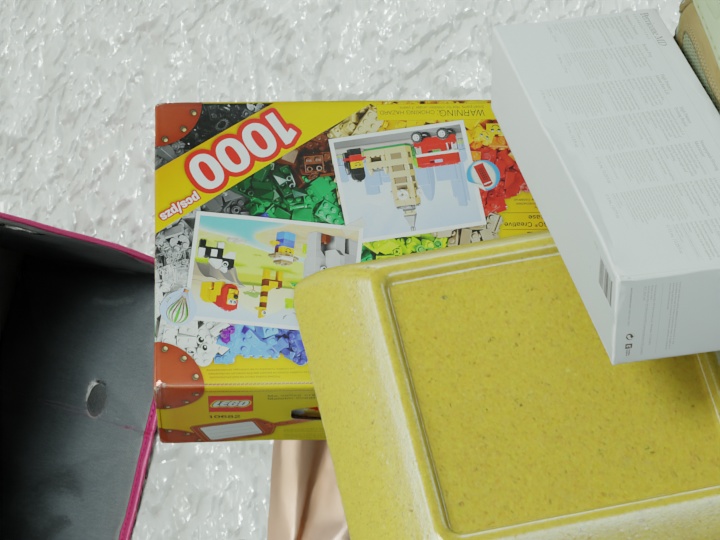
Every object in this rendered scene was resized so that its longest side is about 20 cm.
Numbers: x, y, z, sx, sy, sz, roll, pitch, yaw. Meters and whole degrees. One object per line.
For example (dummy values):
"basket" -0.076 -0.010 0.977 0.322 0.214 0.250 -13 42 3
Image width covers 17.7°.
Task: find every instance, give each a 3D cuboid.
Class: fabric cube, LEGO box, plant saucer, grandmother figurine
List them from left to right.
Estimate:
"fabric cube" -0.251 0.063 1.376 0.199 0.195 0.201 9 84 51
"grandmother figurine" -0.031 0.157 1.200 0.121 0.060 0.201 -11 65 55
"LEGO box" 0.000 0.000 1.116 0.077 0.198 0.150 96 172 -67
"plant saucer" 0.084 0.057 1.009 0.049 0.198 0.201 91 167 -57

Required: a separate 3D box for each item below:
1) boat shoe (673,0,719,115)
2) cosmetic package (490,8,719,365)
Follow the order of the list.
"boat shoe" 0.187 -0.051 1.034 0.076 0.071 0.201 -56 33 38
"cosmetic package" 0.121 -0.041 1.016 0.201 0.082 0.051 -109 13 -52
